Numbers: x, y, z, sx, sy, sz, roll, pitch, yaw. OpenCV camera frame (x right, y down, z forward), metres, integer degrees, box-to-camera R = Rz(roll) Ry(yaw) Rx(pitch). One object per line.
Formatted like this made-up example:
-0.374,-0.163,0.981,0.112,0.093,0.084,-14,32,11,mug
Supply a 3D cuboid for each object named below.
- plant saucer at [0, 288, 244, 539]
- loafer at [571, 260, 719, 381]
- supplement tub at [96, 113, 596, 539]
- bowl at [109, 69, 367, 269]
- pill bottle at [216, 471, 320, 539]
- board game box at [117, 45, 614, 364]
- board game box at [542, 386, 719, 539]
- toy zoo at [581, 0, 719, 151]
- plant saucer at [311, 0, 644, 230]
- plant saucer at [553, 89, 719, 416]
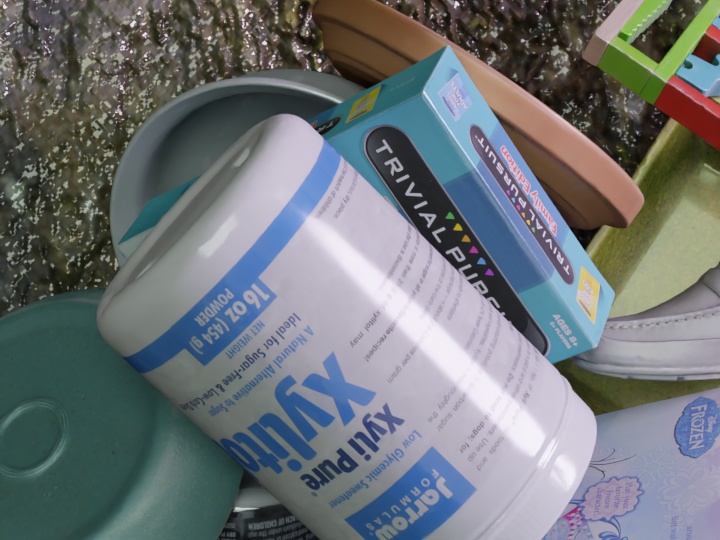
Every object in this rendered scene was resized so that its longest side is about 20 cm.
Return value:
-0.150,0.086,0.811,0.198,0.036,0.202,-12,54,16,plant saucer
0.204,0.016,0.886,0.198,0.070,0.071,-8,95,-8,loafer
-0.006,0.042,0.758,0.200,0.132,0.132,43,84,-11,supplement tub
-0.028,-0.030,0.923,0.199,0.091,0.203,8,124,12,bowl
-0.061,0.178,0.872,0.105,0.106,0.202,2,113,3,pill bottle
0.000,0.000,0.841,0.199,0.047,0.151,-24,113,34,board game box
0.093,0.148,0.832,0.197,0.201,0.044,-16,117,23,board game box
0.234,-0.101,0.944,0.199,0.021,0.131,36,50,9,toy zoo
0.057,-0.078,0.892,0.199,0.200,0.032,35,89,7,plant saucer
0.213,0.034,0.944,0.199,0.048,0.201,33,84,7,plant saucer
